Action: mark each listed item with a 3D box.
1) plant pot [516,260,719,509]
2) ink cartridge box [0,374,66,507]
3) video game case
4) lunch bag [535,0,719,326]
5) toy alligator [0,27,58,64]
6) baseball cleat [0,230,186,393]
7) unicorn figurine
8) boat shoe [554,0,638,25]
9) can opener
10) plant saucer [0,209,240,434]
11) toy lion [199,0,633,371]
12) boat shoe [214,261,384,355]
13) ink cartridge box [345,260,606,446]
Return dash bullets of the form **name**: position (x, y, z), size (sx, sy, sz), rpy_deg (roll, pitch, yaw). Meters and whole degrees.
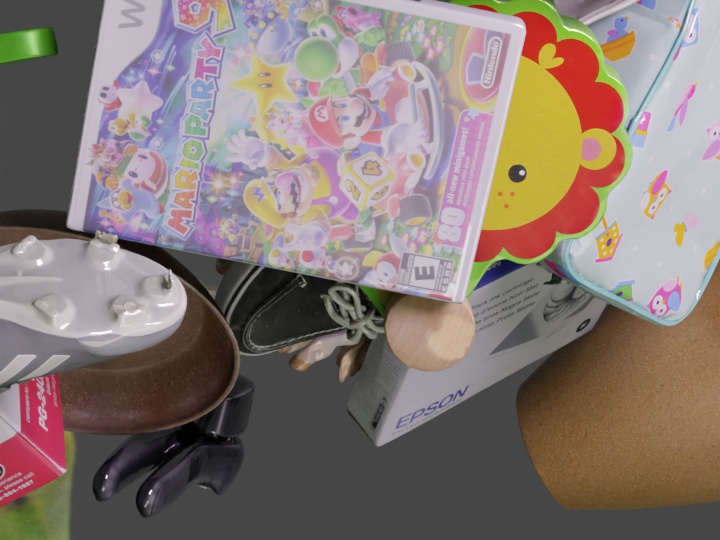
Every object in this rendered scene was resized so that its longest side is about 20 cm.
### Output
- **plant pot**: position (0.213, 0.082, 1.521), size (0.199, 0.188, 0.186), rpy_deg (-25, 147, 22)
- **ink cartridge box**: position (-0.270, 0.057, 1.189), size (0.144, 0.084, 0.200), rpy_deg (-26, 134, 15)
- **video game case**: position (-0.032, -0.070, 1.088), size (0.198, 0.018, 0.144), rpy_deg (11, 109, -4)
- **lunch bag**: position (0.170, -0.072, 1.310), size (0.160, 0.077, 0.201), rpy_deg (24, 94, -51)
- **toy alligator**: position (-0.247, -0.094, 1.093), size (0.199, 0.060, 0.054), rpy_deg (-12, -178, -20)
- **baseball cleat**: position (-0.185, 0.036, 1.099), size (0.198, 0.070, 0.107), rpy_deg (-1, 135, -10)
- **unicorn figurine**: position (-0.010, -0.015, 1.333), size (0.137, 0.074, 0.200), rpy_deg (-38, 157, -3)
- **boat shoe**: position (0.068, -0.140, 1.224), size (0.199, 0.066, 0.072), rpy_deg (-20, 144, -10)
- **can opener**: position (-0.117, 0.110, 1.360), size (0.200, 0.063, 0.079), rpy_deg (-29, 128, -72)
- **plant saucer**: position (-0.162, 0.023, 1.249), size (0.199, 0.037, 0.201), rpy_deg (7, 146, 4)
- **toy lion**: position (0.028, -0.064, 1.135), size (0.199, 0.069, 0.192), rpy_deg (27, 108, -9)
- **boat shoe**: position (0.002, 0.001, 1.240), size (0.199, 0.068, 0.074), rpy_deg (-30, 136, 19)
- **ink cartridge box**: position (0.096, 0.002, 1.382), size (0.199, 0.041, 0.201), rpy_deg (-26, 152, -32)
